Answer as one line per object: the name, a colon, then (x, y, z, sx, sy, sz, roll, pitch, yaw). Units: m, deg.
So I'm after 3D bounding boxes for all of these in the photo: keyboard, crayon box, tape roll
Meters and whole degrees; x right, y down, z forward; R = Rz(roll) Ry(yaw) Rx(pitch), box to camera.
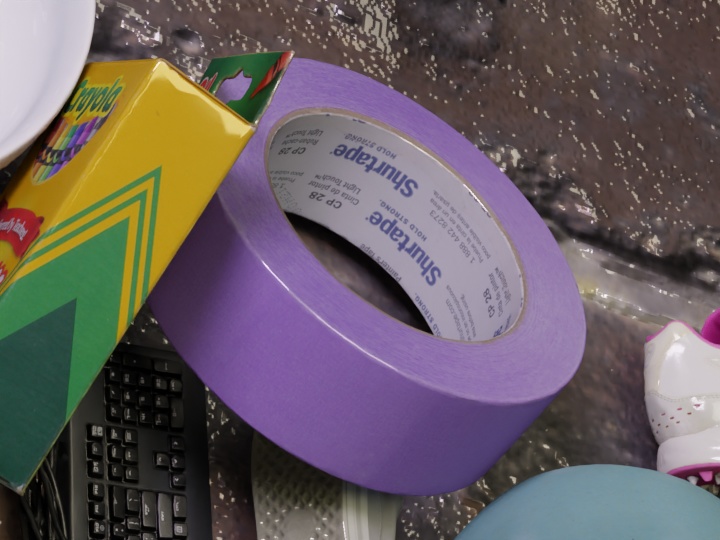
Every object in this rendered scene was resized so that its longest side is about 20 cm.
keyboard: (-0.100, 0.122, 1.129, 0.104, 0.040, 0.201, 8, 67, -31)
crayon box: (-0.112, -0.015, 1.075, 0.051, 0.127, 0.200, 35, 82, -17)
tape roll: (0.000, 0.000, 1.177, 0.200, 0.066, 0.200, 27, 33, -19)

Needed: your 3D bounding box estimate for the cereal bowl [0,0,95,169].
cereal bowl: (-0.214, -0.113, 1.114, 0.199, 0.083, 0.201, 12, 63, -24)

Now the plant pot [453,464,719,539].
plant pot: (0.102, 0.182, 1.149, 0.200, 0.201, 0.161, 30, 44, -20)

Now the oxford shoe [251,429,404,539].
oxford shoe: (-0.015, 0.144, 1.162, 0.058, 0.075, 0.201, 34, 52, -52)

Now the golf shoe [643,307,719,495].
golf shoe: (0.223, 0.054, 1.348, 0.199, 0.075, 0.092, -8, 73, -36)
